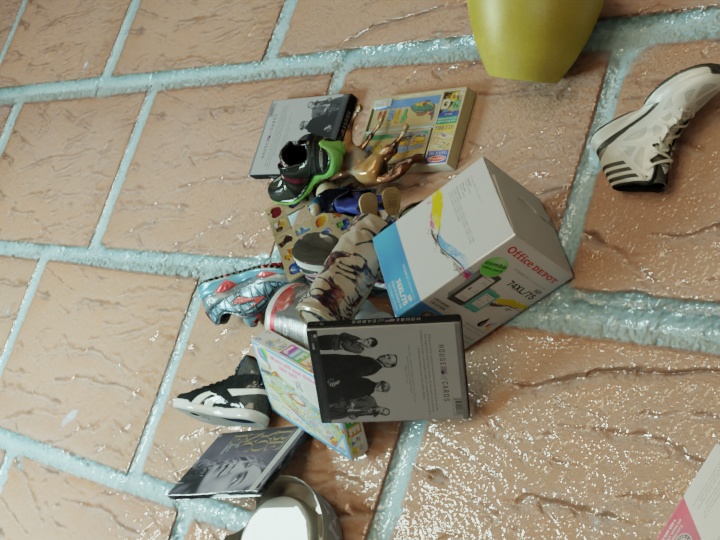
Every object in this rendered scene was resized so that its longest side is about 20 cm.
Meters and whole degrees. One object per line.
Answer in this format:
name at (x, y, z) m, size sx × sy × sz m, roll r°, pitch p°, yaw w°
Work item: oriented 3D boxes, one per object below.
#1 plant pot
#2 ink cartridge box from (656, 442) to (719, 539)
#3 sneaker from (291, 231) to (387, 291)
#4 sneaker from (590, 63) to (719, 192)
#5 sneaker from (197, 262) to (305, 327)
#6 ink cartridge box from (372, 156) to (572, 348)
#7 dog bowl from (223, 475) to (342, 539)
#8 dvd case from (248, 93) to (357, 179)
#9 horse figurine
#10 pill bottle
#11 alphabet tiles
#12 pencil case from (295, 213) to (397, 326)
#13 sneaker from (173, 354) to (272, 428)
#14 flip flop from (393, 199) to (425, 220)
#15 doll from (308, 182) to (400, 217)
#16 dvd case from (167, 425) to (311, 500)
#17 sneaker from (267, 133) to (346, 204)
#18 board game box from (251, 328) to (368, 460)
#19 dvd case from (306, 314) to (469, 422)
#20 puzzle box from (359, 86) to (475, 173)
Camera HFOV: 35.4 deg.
plant pot at (0.240, -0.341, 1.592) m, size 0.200 × 0.200 × 0.142 m, roll 20°, pitch 110°, yaw 47°
ink cartridge box at (0.415, 0.290, 1.134) m, size 0.200 × 0.083 × 0.147 m, roll 34°, pitch 93°, yaw 48°
sneaker at (0.000, 0.000, 1.683) m, size 0.200 × 0.086 × 0.080 m, roll 16°, pitch 58°, yaw 19°
sneaker at (0.393, -0.166, 1.427) m, size 0.200 × 0.076 × 0.116 m, roll -36°, pitch 56°, yaw 35°
sneaker at (-0.168, 0.042, 1.850) m, size 0.200 × 0.079 × 0.096 m, roll -14°, pitch 89°, yaw 28°
ink cartridge box at (0.148, -0.019, 1.511) m, size 0.200 × 0.147 × 0.146 m, roll -37°, pitch 47°, yaw 24°
dog bowl at (-0.108, 0.395, 1.595) m, size 0.200 × 0.059 × 0.200 m, roll -23°, pitch 53°, yaw 34°
dvd case at (-0.103, -0.231, 1.957) m, size 0.200 × 0.025 × 0.151 m, roll 3°, pitch 71°, yaw 45°
horse figurine at (0.015, -0.180, 1.761) m, size 0.200 × 0.050 × 0.133 m, roll 31°, pitch 90°, yaw 48°
pill bottle at (-0.040, 0.085, 1.660) m, size 0.200 × 0.111 × 0.111 m, roll 12°, pitch 77°, yaw 46°
alphabet tiles at (-0.057, -0.066, 1.796) m, size 0.167 × 0.008 × 0.200 m, roll -27°, pitch 49°, yaw 6°
pencil case at (-0.012, 0.010, 1.573) m, size 0.089 × 0.078 × 0.200 m, roll 20°, pitch 58°, yaw 21°
sneaker at (-0.205, 0.188, 1.800) m, size 0.200 × 0.073 × 0.112 m, roll 2°, pitch 63°, yaw 39°
flip flop at (0.088, -0.071, 1.652) m, size 0.200 × 0.058 × 0.081 m, roll -12°, pitch 59°, yaw 53°
doll at (-0.011, -0.108, 1.733) m, size 0.200 × 0.136 × 0.049 m, roll 14°, pitch 116°, yaw 61°
dvd case at (-0.181, 0.289, 1.693) m, size 0.200 × 0.016 × 0.149 m, roll -11°, pitch 25°, yaw 39°
sneaker at (-0.098, -0.169, 1.796) m, size 0.200 × 0.084 × 0.077 m, roll -34°, pitch 34°, yaw 52°
board game box at (-0.075, 0.177, 1.633) m, size 0.034 × 0.135 × 0.200 m, roll -31°, pitch 34°, yaw -28°
dvd case at (0.038, 0.131, 1.476) m, size 0.200 × 0.151 × 0.025 m, roll -3°, pitch 28°, yaw 8°
puzzle box at (0.082, -0.216, 1.772) m, size 0.200 × 0.025 × 0.133 m, roll 1°, pitch 69°, yaw 44°
